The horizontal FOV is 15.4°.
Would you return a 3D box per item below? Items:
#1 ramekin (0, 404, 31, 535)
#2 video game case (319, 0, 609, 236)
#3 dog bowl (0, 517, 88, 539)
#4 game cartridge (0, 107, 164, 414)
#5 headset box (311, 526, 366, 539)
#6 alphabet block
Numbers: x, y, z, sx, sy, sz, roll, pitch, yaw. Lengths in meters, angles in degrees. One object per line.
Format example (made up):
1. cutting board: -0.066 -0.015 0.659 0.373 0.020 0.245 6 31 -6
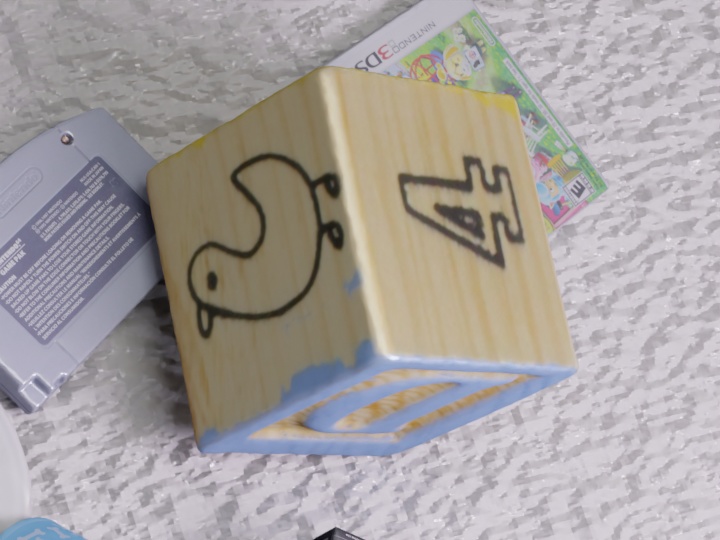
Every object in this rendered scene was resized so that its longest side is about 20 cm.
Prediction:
1. ramekin: -0.308 0.141 1.618 0.202 0.094 0.203 11 65 -25
2. video game case: 0.069 -0.096 1.976 0.182 0.022 0.200 -36 89 -35
3. dog bowl: -0.186 0.251 1.606 0.111 0.049 0.201 -8 103 -58
4. game cartridge: -0.204 -0.014 1.780 0.133 0.041 0.200 48 55 -8
5. headset box: 0.015 0.297 1.733 0.174 0.093 0.201 24 60 -19
6. alphabet block: 0.000 0.000 1.772 0.196 0.195 0.201 6 65 -46
